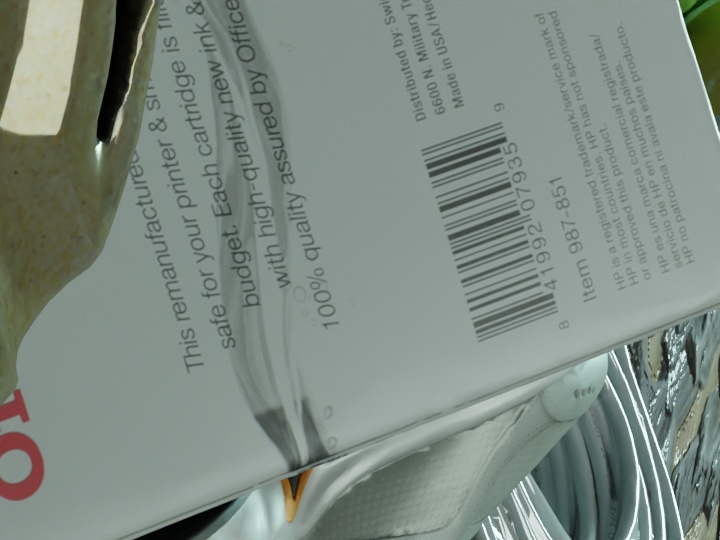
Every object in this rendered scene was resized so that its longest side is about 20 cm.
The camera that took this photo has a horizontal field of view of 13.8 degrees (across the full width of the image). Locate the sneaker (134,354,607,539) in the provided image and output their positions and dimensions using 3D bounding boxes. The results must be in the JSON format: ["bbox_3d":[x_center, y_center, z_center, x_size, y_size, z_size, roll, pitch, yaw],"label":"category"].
[{"bbox_3d":[-0.008,0.071,0.730,0.200,0.075,0.092,-29,116,-40],"label":"sneaker"}]

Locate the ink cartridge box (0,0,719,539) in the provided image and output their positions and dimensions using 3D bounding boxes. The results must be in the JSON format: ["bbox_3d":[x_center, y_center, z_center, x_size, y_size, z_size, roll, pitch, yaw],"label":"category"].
[{"bbox_3d":[-0.032,-0.031,0.649,0.199,0.084,0.146,-20,95,-24],"label":"ink cartridge box"}]

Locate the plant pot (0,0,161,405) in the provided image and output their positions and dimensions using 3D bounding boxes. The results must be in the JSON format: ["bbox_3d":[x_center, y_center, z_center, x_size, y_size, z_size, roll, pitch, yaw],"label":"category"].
[{"bbox_3d":[-0.140,-0.051,0.483,0.200,0.183,0.202,11,90,-68],"label":"plant pot"}]

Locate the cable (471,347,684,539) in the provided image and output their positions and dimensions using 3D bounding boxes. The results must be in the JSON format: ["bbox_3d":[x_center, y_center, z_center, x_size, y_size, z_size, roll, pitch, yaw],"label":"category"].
[{"bbox_3d":[0.045,0.063,1.040,0.201,0.069,0.200,66,23,-6],"label":"cable"}]

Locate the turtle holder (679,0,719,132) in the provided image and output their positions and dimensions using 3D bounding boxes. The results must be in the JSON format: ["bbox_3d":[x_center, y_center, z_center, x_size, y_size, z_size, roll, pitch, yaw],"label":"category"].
[{"bbox_3d":[0.187,-0.071,1.292,0.132,0.140,0.187,-163,-121,-79],"label":"turtle holder"}]
